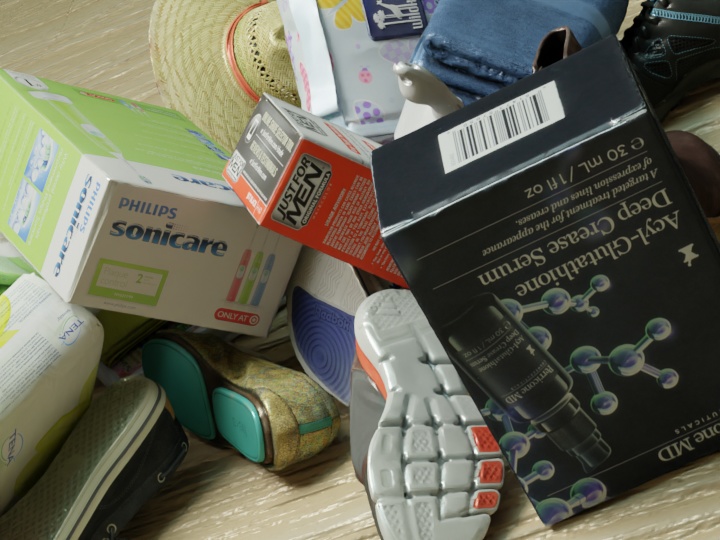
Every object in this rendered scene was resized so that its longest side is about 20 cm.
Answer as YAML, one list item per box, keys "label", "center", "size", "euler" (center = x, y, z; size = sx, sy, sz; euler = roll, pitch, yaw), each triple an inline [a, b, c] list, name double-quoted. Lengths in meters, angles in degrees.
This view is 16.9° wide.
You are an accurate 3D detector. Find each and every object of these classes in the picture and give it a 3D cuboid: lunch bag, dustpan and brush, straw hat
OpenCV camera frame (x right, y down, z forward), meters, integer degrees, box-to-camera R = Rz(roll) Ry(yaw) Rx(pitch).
- label: "lunch bag"
  center: [0.015, -0.154, 1.636]
  size: [0.127, 0.170, 0.200]
  euler: [-18, -12, 25]
- label: "dustpan and brush"
  center: [0.060, -0.082, 1.435]
  size: [0.140, 0.200, 0.057]
  euler: [32, 100, 29]
- label: "straw hat"
  center: [-0.048, -0.158, 1.753]
  size: [0.085, 0.201, 0.201]
  euler: [-22, 22, 46]

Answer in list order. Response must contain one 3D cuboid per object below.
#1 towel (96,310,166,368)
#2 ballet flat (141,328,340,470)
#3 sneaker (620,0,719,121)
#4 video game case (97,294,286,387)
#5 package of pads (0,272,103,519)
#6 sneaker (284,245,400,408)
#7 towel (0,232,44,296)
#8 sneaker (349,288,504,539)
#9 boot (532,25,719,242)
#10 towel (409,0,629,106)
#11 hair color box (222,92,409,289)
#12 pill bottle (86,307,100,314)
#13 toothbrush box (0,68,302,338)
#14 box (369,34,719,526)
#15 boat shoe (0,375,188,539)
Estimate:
- label: "towel"
  center: [-0.109, -0.003, 1.701]
  size: [0.200, 0.018, 0.086]
  euler: [-36, 20, -10]
- label: "ballet flat"
  center: [-0.072, 0.077, 1.513]
  size: [0.071, 0.071, 0.200]
  euler: [-37, 25, -16]
- label: "sneaker"
  center: [0.199, -0.150, 1.624]
  size: [0.200, 0.082, 0.073]
  euler: [-30, 26, 2]
- label: "video game case"
  center: [-0.125, 0.012, 1.733]
  size: [0.182, 0.024, 0.200]
  euler: [-35, 26, -11]
- label: "package of pads"
  center: [-0.230, 0.109, 1.479]
  size: [0.155, 0.068, 0.200]
  euler: [-48, -14, -33]
- label: "sneaker"
  center: [0.000, 0.000, 1.535]
  size: [0.115, 0.081, 0.199]
  euler: [4, 35, -36]
- label: "towel"
  center: [-0.256, -0.037, 1.546]
  size: [0.200, 0.031, 0.149]
  euler: [33, 20, 37]
- label: "sneaker"
  center: [0.030, 0.103, 1.354]
  size: [0.077, 0.082, 0.200]
  euler: [9, 42, -11]
- label: "boot"
  center: [0.157, -0.076, 1.423]
  size: [0.072, 0.166, 0.200]
  euler: [-18, 27, 24]
- label: "towel"
  center: [0.105, -0.155, 1.557]
  size: [0.112, 0.049, 0.200]
  euler: [21, 31, 7]
- label: "hair color box"
  center: [0.026, -0.030, 1.442]
  size: [0.061, 0.200, 0.102]
  euler: [-62, 22, 10]
- label: "pill bottle"
  center: [-0.246, 0.012, 1.690]
  size: [0.200, 0.112, 0.112]
  euler: [-40, 18, 27]
- label: "toothbrush box"
  center: [-0.147, -0.044, 1.518]
  size: [0.200, 0.146, 0.086]
  euler: [37, 111, 52]
- label: "box"
  center: [0.115, 0.006, 1.269]
  size: [0.148, 0.200, 0.107]
  euler: [-26, 25, 9]
- label: "boat shoe"
  center: [-0.173, 0.156, 1.466]
  size: [0.075, 0.062, 0.200]
  euler: [14, 61, 50]
